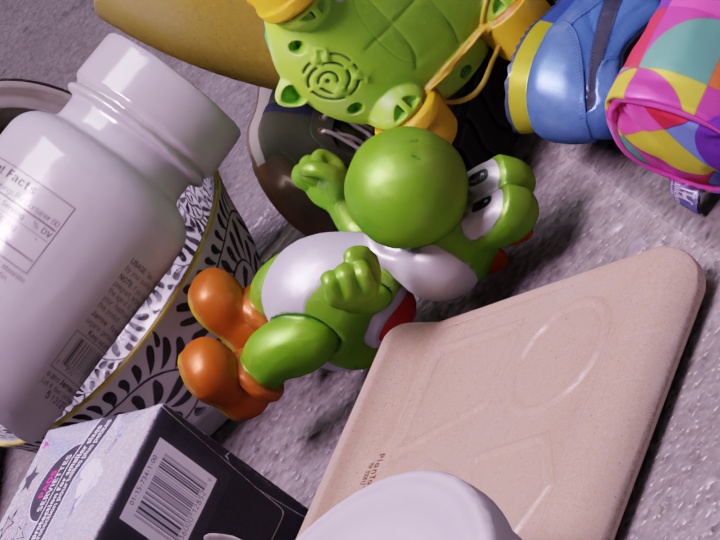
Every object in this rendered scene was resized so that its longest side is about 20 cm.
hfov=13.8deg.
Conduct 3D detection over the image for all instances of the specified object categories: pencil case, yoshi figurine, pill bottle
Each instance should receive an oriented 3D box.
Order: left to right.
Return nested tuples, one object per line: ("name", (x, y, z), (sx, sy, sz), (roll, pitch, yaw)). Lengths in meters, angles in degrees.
("pill bottle", (-0.157, -0.020, 1.560), (0.200, 0.114, 0.114), (-53, 24, -6))
("yoshi figurine", (-0.009, -0.012, 1.480), (0.200, 0.113, 0.112), (-30, -9, 25))
("pencil case", (0.187, -0.125, 1.382), (0.088, 0.088, 0.200), (-9, 49, 57))

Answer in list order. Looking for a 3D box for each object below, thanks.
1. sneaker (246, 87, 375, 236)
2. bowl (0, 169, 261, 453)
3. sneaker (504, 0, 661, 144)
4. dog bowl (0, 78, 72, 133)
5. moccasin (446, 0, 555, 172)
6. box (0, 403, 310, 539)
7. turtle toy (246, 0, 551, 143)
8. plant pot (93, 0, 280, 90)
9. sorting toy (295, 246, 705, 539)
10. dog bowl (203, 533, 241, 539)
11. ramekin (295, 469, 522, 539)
("sneaker", (-0.013, -0.100, 1.711), (0.090, 0.067, 0.200), (-47, 21, 20))
("bowl", (-0.115, 0.040, 1.659), (0.201, 0.094, 0.201), (-39, 27, 24))
("sneaker", (0.145, -0.136, 1.510), (0.078, 0.066, 0.200), (7, 47, 28))
("dog bowl", (-0.212, -0.009, 1.786), (0.074, 0.200, 0.200), (-26, 33, 60))
("moccasin", (0.055, -0.099, 1.596), (0.078, 0.074, 0.202), (-15, 51, 39))
("box", (-0.120, 0.183, 1.408), (0.115, 0.132, 0.200), (-16, 42, 53))
("turtle toy", (0.024, -0.159, 1.520), (0.200, 0.146, 0.101), (-47, 26, -6))
("plant pot", (-0.029, -0.176, 1.639), (0.200, 0.142, 0.200), (-51, -5, -6))
("sorting toy", (0.061, 0.085, 1.362), (0.200, 0.036, 0.185), (-15, 42, 46))
("dog bowl", (-0.079, 0.204, 1.165), (0.200, 0.059, 0.200), (-41, 26, 26))
("ramekin", (0.017, 0.189, 1.196), (0.202, 0.094, 0.202), (-41, 27, 26))
